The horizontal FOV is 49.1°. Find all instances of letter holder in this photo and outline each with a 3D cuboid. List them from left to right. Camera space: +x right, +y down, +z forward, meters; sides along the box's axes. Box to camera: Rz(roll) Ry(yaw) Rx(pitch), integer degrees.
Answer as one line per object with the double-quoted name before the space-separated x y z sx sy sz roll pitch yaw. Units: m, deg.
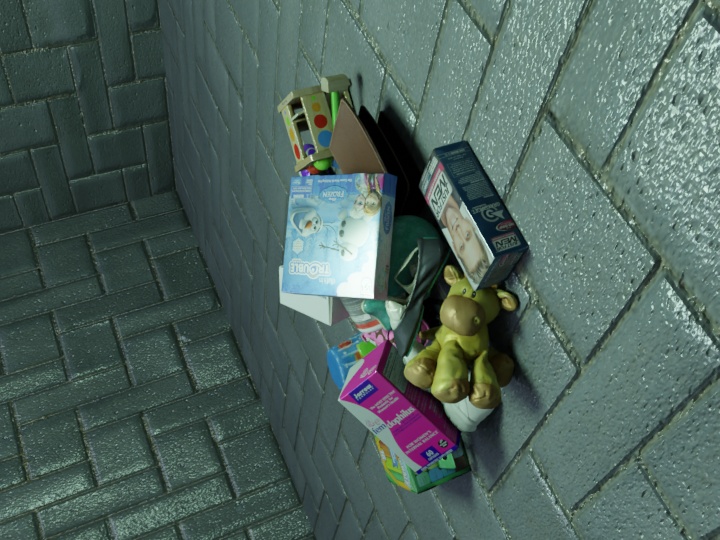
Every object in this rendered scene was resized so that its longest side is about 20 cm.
"letter holder" 0.036 -0.200 1.381 0.201 0.100 0.143 63 156 27

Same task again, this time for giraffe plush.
"giraffe plush" 0.168 0.089 1.222 0.201 0.171 0.163 -74 -6 -57

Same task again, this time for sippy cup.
"sippy cup" -0.001 0.202 1.758 0.140 0.129 0.179 -131 30 -50

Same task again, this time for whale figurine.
"whale figurine" 0.074 -0.001 1.322 0.103 0.201 0.159 -12 135 48

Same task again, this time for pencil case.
"pencil case" 0.062 0.114 1.498 0.091 0.093 0.200 57 170 -9

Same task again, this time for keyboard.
"keyboard" 0.113 0.064 1.499 0.200 0.020 0.128 7 112 68

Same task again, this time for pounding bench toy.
"pounding bench toy" -0.064 -0.282 1.546 0.200 0.123 0.158 169 84 -70

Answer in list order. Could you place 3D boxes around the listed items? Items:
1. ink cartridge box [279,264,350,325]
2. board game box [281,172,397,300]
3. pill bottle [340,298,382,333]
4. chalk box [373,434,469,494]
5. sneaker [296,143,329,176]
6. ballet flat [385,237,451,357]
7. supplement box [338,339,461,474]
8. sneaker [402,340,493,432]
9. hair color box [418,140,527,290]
"ink cartridge box" -0.043 0.020 1.553 0.144 0.199 0.085 21 119 37
"board game box" -0.038 -0.056 1.297 0.199 0.043 0.201 2 87 37
"pill bottle" 0.000 0.000 1.405 0.201 0.115 0.116 60 164 -14
"chalk box" 0.124 0.351 1.544 0.200 0.123 0.126 161 92 -71
"sneaker" -0.078 -0.189 1.762 0.099 0.069 0.202 1 110 63
"ballet flat" 0.079 0.038 1.261 0.073 0.073 0.202 35 106 60
"supplement box" 0.072 0.234 1.355 0.200 0.104 0.101 44 119 -9
"sneaker" 0.148 0.178 1.331 0.200 0.087 0.075 45 -159 -9
"hair color box" 0.163 -0.083 1.180 0.100 0.060 0.201 107 141 -59
